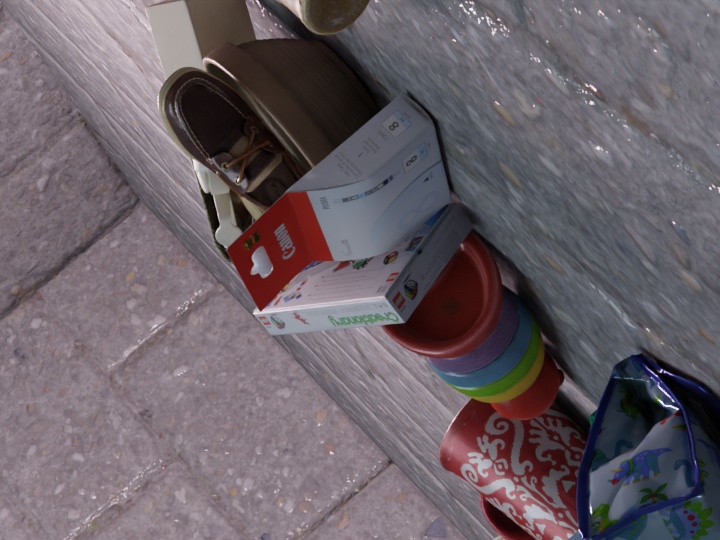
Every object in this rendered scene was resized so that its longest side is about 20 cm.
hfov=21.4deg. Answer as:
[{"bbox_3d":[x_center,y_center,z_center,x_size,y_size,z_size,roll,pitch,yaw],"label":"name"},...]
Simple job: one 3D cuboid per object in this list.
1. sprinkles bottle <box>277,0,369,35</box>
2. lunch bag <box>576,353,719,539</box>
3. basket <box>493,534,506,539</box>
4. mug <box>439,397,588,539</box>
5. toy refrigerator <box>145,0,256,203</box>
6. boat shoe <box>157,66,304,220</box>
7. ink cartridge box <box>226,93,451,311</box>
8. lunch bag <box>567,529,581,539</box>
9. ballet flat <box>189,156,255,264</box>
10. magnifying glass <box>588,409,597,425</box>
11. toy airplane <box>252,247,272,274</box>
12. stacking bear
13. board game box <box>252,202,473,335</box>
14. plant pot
[{"bbox_3d":[-0.072,-0.255,1.456,0.200,0.068,0.068,43,170,36],"label":"sprinkles bottle"},{"bbox_3d":[0.256,0.181,1.495,0.170,0.127,0.200,54,-160,-25],"label":"lunch bag"},{"bbox_3d":[0.230,0.332,2.064,0.136,0.200,0.123,56,176,-35],"label":"basket"},{"bbox_3d":[0.202,0.222,1.969,0.200,0.133,0.178,40,168,29],"label":"mug"},{"bbox_3d":[-0.137,-0.172,1.848,0.070,0.076,0.200,-2,110,45],"label":"toy refrigerator"},{"bbox_3d":[-0.096,-0.100,1.662,0.072,0.072,0.200,24,158,51],"label":"boat shoe"},{"bbox_3d":[-0.014,-0.043,1.634,0.047,0.200,0.160,45,171,20],"label":"ink cartridge box"},{"bbox_3d":[0.259,0.276,1.620,0.170,0.200,0.127,48,156,16],"label":"lunch bag"},{"bbox_3d":[-0.122,-0.078,1.750,0.200,0.068,0.075,82,-169,-50],"label":"ballet flat"},{"bbox_3d":[0.287,0.210,1.815,0.200,0.022,0.080,53,171,-6],"label":"magnifying glass"},{"bbox_3d":[-0.067,-0.046,2.111,0.200,0.141,0.199,45,170,31],"label":"toy airplane"},{"bbox_3d":[0.124,0.074,1.793,0.200,0.121,0.114,45,-175,-48],"label":"stacking bear"},{"bbox_3d":[0.000,0.000,1.765,0.200,0.126,0.035,-7,128,51],"label":"board game box"},{"bbox_3d":[-0.046,-0.143,1.734,0.201,0.093,0.201,49,172,9],"label":"plant pot"}]
